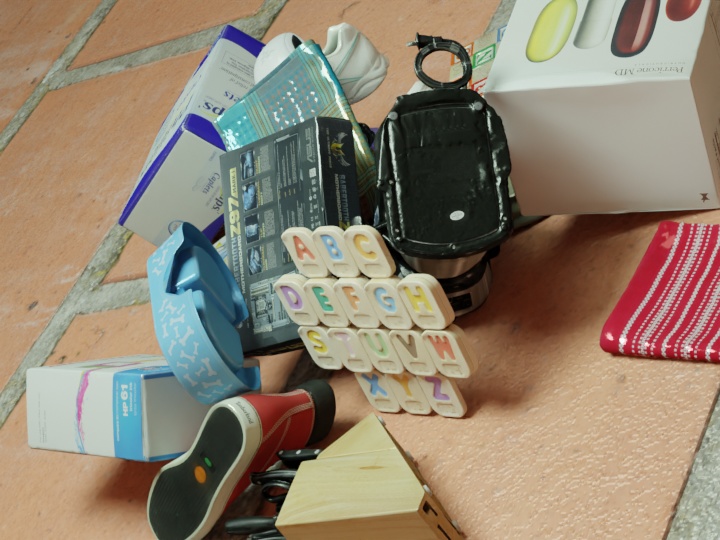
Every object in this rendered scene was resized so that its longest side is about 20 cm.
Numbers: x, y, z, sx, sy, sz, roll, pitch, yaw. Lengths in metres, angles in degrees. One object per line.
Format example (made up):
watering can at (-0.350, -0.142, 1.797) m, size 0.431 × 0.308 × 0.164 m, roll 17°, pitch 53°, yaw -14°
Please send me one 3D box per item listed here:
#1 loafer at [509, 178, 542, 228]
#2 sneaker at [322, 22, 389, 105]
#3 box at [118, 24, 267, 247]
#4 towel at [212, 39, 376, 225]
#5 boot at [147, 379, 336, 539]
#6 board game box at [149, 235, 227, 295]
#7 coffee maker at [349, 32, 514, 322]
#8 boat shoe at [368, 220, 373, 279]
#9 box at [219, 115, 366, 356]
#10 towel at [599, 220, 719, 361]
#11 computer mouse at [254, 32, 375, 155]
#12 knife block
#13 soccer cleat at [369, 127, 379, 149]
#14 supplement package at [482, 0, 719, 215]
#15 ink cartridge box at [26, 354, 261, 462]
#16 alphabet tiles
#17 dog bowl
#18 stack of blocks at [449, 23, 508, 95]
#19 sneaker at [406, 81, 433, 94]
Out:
loafer at (0.125, -0.076, 1.631) m, size 0.199 × 0.070 × 0.075 m, roll -33°, pitch 30°, yaw 11°
sneaker at (-0.062, -0.179, 1.800) m, size 0.201 × 0.080 × 0.070 m, roll -48°, pitch 33°, yaw -8°
box at (-0.173, -0.145, 1.956) m, size 0.184 × 0.104 × 0.201 m, roll -50°, pitch 17°, yaw 41°
towel at (-0.058, -0.109, 1.678) m, size 0.146 × 0.022 × 0.201 m, roll -36°, pitch 66°, yaw 25°
boot at (-0.102, 0.177, 1.554) m, size 0.143 × 0.073 × 0.200 m, roll -13°, pitch -30°, yaw -47°
board game box at (-0.113, -0.016, 1.770) m, size 0.199 × 0.035 × 0.135 m, roll -38°, pitch 19°, yaw -20°
coffee maker at (0.076, -0.072, 1.506) m, size 0.200 × 0.133 × 0.194 m, roll 90°, pitch -164°, yaw -74°
boat shoe at (0.000, 0.000, 1.661) m, size 0.066 × 0.074 × 0.201 m, roll -8°, pitch 42°, yaw 37°
box at (-0.064, -0.029, 1.610) m, size 0.157 × 0.051 × 0.203 m, roll -17°, pitch 75°, yaw 47°
towel at (0.296, 0.013, 1.370) m, size 0.199 × 0.023 × 0.145 m, roll 1°, pitch 49°, yaw 48°
computer mouse at (-0.063, -0.162, 1.725) m, size 0.110 × 0.044 × 0.201 m, roll -42°, pitch 59°, yaw 22°
knife block at (-0.025, 0.211, 1.412) m, size 0.175 × 0.064 × 0.200 m, roll -39°, pitch 30°, yaw 0°
soccer cleat at (-0.033, -0.126, 1.830) m, size 0.067 × 0.076 × 0.200 m, roll -53°, pitch 17°, yaw -21°
supplement package at (0.234, -0.172, 1.525) m, size 0.189 × 0.148 × 0.201 m, roll -2°, pitch 44°, yaw 25°
ink cartridge box at (-0.210, 0.129, 1.639) m, size 0.144 × 0.086 × 0.199 m, roll -5°, pitch 1°, yaw -43°
alphabet tiles at (0.010, 0.047, 1.464) m, size 0.199 × 0.197 × 0.015 m, roll 0°, pitch 35°, yaw 47°
dog bowl at (-0.146, 0.042, 1.546) m, size 0.049 × 0.112 × 0.201 m, roll -30°, pitch 36°, yaw 11°
stack of blocks at (0.151, -0.174, 1.748) m, size 0.114 × 0.059 × 0.201 m, roll -25°, pitch 33°, yaw 23°
sneaker at (0.062, -0.106, 1.709) m, size 0.076 × 0.088 × 0.200 m, roll -55°, pitch -5°, yaw -23°
